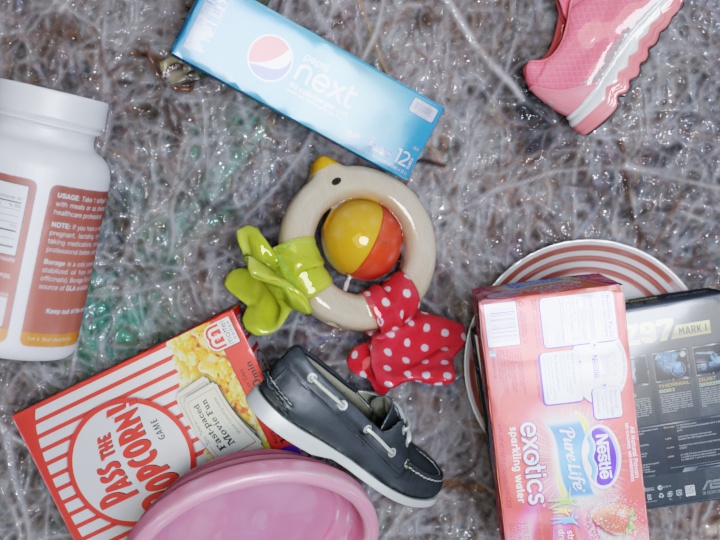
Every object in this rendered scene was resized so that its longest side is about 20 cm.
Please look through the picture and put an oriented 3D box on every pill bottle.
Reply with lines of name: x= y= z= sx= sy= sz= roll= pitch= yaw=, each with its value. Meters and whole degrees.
pill bottle: x=-0.256 y=-0.040 z=0.820 sx=0.112 sy=0.112 sz=0.201 roll=13 pitch=95 yaw=0

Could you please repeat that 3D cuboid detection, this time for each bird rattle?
bird rattle: x=0.000 y=0.000 z=0.828 sx=0.199 sy=0.113 sz=0.164 roll=21 pitch=77 yaw=-6

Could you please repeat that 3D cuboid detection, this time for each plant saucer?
plant saucer: x=-0.087 y=0.207 z=0.828 sx=0.199 sy=0.051 sz=0.201 roll=-11 pitch=133 yaw=-12

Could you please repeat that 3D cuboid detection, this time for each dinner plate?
dinner plate: x=0.183 y=0.075 z=0.867 sx=0.199 sy=0.024 sz=0.201 roll=0 pitch=94 yaw=0

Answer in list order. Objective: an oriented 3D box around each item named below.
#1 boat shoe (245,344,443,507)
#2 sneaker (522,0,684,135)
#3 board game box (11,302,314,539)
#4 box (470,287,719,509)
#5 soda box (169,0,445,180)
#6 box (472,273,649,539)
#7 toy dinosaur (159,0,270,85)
boat shoe: x=0.005 y=0.121 z=0.815 sx=0.200 sy=0.076 sz=0.060 roll=33 pitch=99 yaw=-39
sneaker: x=0.197 y=-0.208 z=0.818 sx=0.087 sy=0.074 sz=0.201 roll=31 pitch=95 yaw=0
board game box: x=-0.156 y=0.138 z=0.866 sx=0.199 sy=0.046 sz=0.152 roll=-26 pitch=94 yaw=3
box: x=0.195 y=0.107 z=0.833 sx=0.199 sy=0.051 sz=0.159 roll=-10 pitch=95 yaw=3
soda box: x=-0.041 y=-0.144 z=0.809 sx=0.199 sy=0.068 sz=0.064 roll=28 pitch=94 yaw=-15
box: x=0.142 y=0.108 z=0.762 sx=0.102 sy=0.095 sz=0.201 roll=-8 pitch=94 yaw=4
toy dinosaur: x=-0.097 y=-0.234 z=0.836 sx=0.200 sy=0.047 sz=0.088 roll=-42 pitch=102 yaw=2
